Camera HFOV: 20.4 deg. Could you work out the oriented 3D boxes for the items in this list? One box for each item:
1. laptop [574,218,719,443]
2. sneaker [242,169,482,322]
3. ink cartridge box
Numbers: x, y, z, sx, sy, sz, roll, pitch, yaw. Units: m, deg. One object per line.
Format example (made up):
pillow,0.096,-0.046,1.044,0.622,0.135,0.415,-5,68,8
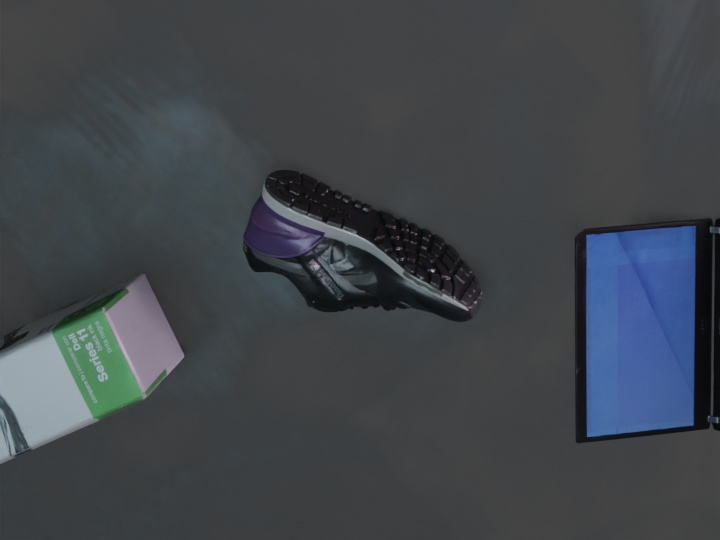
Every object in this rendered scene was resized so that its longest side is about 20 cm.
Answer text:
laptop,0.278,0.056,1.565,0.199,0.103,0.178,9,108,39
sneaker,0.000,0.000,1.618,0.199,0.076,0.088,28,120,4
ink cartridge box,-0.260,0.089,1.622,0.199,0.147,0.083,-24,98,11
